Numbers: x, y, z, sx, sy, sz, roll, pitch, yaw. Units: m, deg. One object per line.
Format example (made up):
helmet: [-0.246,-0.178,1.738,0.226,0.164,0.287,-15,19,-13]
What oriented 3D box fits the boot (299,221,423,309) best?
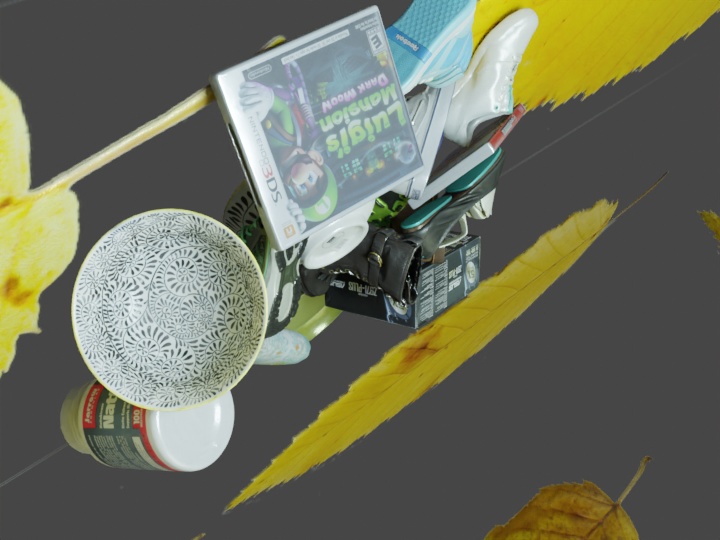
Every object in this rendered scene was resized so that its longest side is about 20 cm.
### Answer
boot: [0.000,0.000,1.194,0.069,0.174,0.201,-40,154,-38]

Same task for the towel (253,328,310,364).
towel: [-0.182,0.092,1.074,0.198,0.049,0.171,-4,174,21]

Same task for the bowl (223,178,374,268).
bowl: [-0.052,-0.065,1.043,0.200,0.095,0.201,-29,163,-10]

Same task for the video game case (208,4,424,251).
video game case: [-0.035,-0.144,0.890,0.199,0.023,0.183,-31,115,-28]

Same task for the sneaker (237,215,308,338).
sneaker: [-0.109,-0.027,0.952,0.077,0.088,0.201,-33,141,-56]

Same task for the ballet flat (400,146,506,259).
ballet flat: [0.133,-0.087,1.202,0.200,0.069,0.068,-40,-158,-20]

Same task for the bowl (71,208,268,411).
bowl: [-0.189,0.039,0.929,0.201,0.201,0.094,-44,179,2]

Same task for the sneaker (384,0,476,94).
sneaker: [0.060,-0.228,1.017,0.200,0.080,0.131,-42,160,-3]

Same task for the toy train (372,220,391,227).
toy train: [0.025,-0.067,1.325,0.199,0.056,0.042,-21,151,-49]

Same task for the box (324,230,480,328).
box: [0.065,0.000,1.340,0.200,0.163,0.087,-28,123,-52]

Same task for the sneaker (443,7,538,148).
sneaker: [0.183,-0.255,1.201,0.200,0.089,0.075,-50,161,19]

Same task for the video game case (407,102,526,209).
video game case: [0.150,-0.161,1.229,0.143,0.017,0.200,-35,-172,33]

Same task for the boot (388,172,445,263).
boot: [0.076,-0.086,1.286,0.075,0.201,0.074,0,128,-2]

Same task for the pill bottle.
pill bottle: [-0.254,0.169,1.027,0.199,0.121,0.119,-8,-173,38]

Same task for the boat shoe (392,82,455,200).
boat shoe: [0.073,-0.187,1.101,0.074,0.065,0.201,102,4,-68]

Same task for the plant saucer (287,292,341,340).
plant saucer: [-0.080,0.056,1.411,0.200,0.031,0.200,-39,162,-15]

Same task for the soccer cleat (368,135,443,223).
soccer cleat: [0.057,-0.141,1.226,0.200,0.064,0.084,-53,-172,44]
